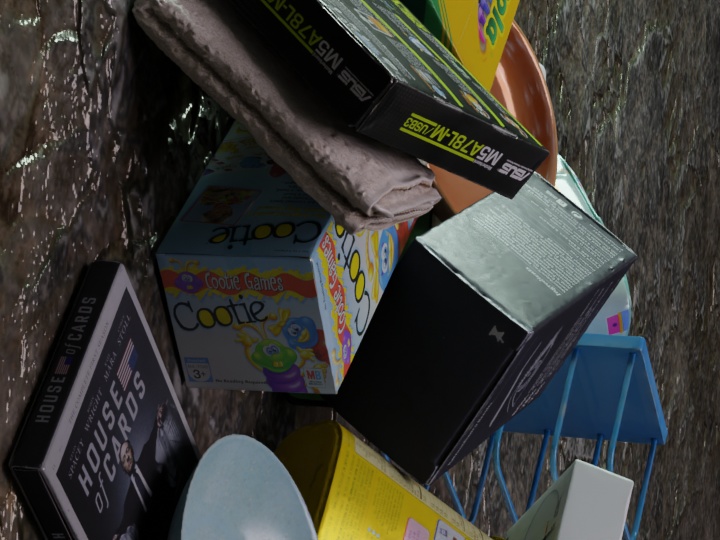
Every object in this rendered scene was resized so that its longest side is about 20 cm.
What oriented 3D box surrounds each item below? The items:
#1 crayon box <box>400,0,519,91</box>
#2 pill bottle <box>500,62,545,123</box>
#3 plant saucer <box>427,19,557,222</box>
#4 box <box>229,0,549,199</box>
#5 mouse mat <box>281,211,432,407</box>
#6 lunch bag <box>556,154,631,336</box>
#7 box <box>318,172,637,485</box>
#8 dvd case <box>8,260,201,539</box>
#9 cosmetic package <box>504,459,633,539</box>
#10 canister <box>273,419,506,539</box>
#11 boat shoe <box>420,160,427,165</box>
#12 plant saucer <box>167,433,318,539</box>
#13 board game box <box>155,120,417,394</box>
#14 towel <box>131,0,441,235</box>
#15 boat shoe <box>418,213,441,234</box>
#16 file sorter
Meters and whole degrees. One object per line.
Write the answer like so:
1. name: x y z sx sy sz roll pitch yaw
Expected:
1. crayon box: 0.057 -0.243 1.663 0.173 0.058 0.201 57 39 -39
2. pill bottle: 0.091 -0.068 1.900 0.111 0.111 0.201 13 79 -72
3. plant saucer: 0.081 -0.113 1.776 0.200 0.037 0.201 21 63 -51
4. box: 0.001 -0.138 1.453 0.048 0.200 0.193 -49 150 12
5. mouse mat: 0.000 0.000 1.700 0.161 0.008 0.201 9 82 -50
6. lunch bag: 0.154 0.014 1.996 0.161 0.077 0.201 106 -31 -47
7. box: 0.083 0.036 1.640 0.148 0.104 0.200 -57 166 28
8. dvd case: -0.138 0.117 1.343 0.200 0.025 0.151 74 24 -45
9. cosmetic package: 0.129 0.256 1.696 0.151 0.051 0.201 119 -10 -58
10. canister: 0.017 0.210 1.600 0.200 0.086 0.149 39 51 -30
11. boat shoe: -0.022 -0.016 1.640 0.200 0.063 0.073 -58 177 -26
12. plant saucer: -0.074 0.200 1.408 0.201 0.039 0.202 -12 90 -69
13. board game box: -0.042 -0.023 1.501 0.200 0.104 0.103 -64 150 -52
14. towel: -0.040 -0.101 1.411 0.035 0.200 0.132 -49 171 19
15. boat shoe: 0.029 -0.007 1.790 0.065 0.072 0.201 6 85 -61
16. file sorter: 0.131 0.135 1.899 0.139 0.199 0.123 68 31 -51
